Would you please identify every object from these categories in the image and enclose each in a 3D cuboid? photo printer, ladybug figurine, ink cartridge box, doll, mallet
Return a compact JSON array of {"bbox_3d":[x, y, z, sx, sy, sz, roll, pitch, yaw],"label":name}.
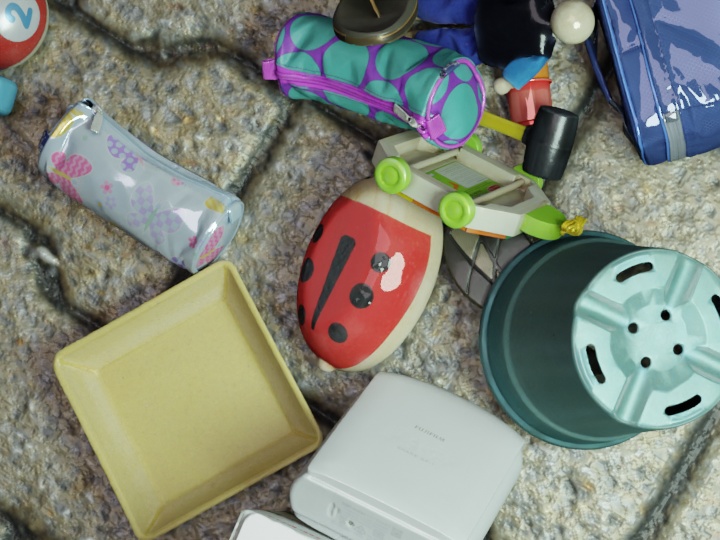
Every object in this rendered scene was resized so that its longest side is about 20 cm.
[{"bbox_3d":[0.050,0.175,1.663,0.166,0.200,0.070,25,126,12],"label":"photo printer"},{"bbox_3d":[0.000,0.000,1.726,0.136,0.072,0.200,21,92,35],"label":"ladybug figurine"},{"bbox_3d":[-0.037,0.275,1.651,0.146,0.200,0.085,23,87,11],"label":"ink cartridge box"},{"bbox_3d":[0.124,-0.230,1.711,0.200,0.048,0.137,7,99,40],"label":"doll"},{"bbox_3d":[0.112,-0.152,1.731,0.200,0.041,0.066,31,109,25],"label":"mallet"}]

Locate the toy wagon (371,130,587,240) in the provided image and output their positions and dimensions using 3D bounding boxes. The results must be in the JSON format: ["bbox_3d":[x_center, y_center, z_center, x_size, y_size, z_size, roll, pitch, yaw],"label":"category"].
[{"bbox_3d":[0.108,-0.070,1.686,0.200,0.155,0.040,30,116,21],"label":"toy wagon"}]

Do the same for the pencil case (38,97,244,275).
[{"bbox_3d":[-0.207,-0.080,1.778,0.200,0.083,0.091,34,106,10],"label":"pencil case"}]

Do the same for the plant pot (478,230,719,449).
[{"bbox_3d":[0.222,0.059,1.610,0.200,0.196,0.201,1,87,-11],"label":"plant pot"}]

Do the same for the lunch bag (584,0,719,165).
[{"bbox_3d":[0.273,-0.201,1.691,0.132,0.136,0.201,-16,80,6],"label":"lunch bag"}]

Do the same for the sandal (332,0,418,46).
[{"bbox_3d":[0.022,-0.279,1.730,0.082,0.055,0.200,1,47,27],"label":"sandal"}]

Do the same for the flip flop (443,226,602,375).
[{"bbox_3d":[0.156,0.022,1.729,0.200,0.058,0.081,38,86,-4],"label":"flip flop"}]

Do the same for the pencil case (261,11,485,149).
[{"bbox_3d":[0.014,-0.177,1.725,0.200,0.085,0.092,20,43,33],"label":"pencil case"}]

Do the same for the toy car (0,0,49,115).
[{"bbox_3d":[-0.402,-0.264,1.771,0.176,0.200,0.185,13,86,10],"label":"toy car"}]

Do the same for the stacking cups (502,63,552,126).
[{"bbox_3d":[0.150,-0.232,1.761,0.060,0.061,0.201,-8,88,8],"label":"stacking cups"}]

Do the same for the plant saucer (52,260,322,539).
[{"bbox_3d":[-0.160,0.123,1.766,0.200,0.048,0.200,-29,81,4],"label":"plant saucer"}]
